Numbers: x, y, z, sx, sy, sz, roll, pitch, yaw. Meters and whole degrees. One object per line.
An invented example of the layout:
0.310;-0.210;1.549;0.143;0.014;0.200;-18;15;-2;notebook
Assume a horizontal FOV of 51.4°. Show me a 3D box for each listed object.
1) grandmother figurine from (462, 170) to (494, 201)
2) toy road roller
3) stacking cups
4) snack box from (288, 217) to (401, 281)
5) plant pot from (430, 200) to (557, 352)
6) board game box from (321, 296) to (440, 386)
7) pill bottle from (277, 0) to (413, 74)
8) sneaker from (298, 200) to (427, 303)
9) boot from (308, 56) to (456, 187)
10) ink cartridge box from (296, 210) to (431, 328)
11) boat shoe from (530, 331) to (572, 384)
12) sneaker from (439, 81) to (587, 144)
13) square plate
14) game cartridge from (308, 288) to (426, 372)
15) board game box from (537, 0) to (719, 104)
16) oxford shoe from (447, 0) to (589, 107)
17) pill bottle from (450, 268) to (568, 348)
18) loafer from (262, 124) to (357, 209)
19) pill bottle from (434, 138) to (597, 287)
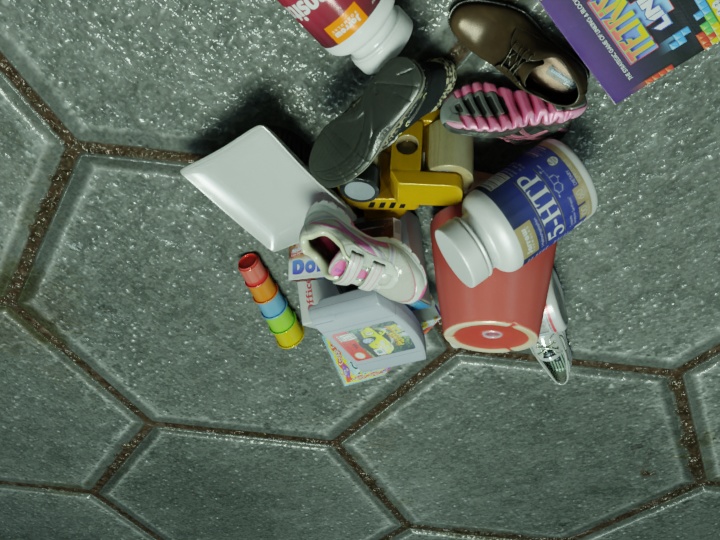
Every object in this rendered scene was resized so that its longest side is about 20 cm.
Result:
0.235;-0.114;1.108;0.194;0.062;0.122;4;166;-2;grandmother figurine
0.061;-0.137;1.058;0.194;0.126;0.147;2;152;7;toy road roller
-0.163;0.057;1.331;0.059;0.062;0.202;-10;135;17;stacking cups
-0.026;-0.028;1.109;0.196;0.074;0.024;-7;170;35;snack box
0.197;0.016;1.118;0.194;0.182;0.201;5;157;2;plant pot
0.033;0.099;1.295;0.103;0.105;0.201;-9;151;-39;board game box
-0.031;-0.327;0.861;0.112;0.115;0.199;-29;127;33;pill bottle
-0.005;-0.009;1.006;0.197;0.088;0.083;29;126;8;sneaker
0.033;-0.192;0.959;0.074;0.153;0.203;49;123;5;boot
0.000;0.000;1.174;0.195;0.149;0.083;-13;167;20;ink cartridge box
0.343;0.131;1.349;0.072;0.068;0.200;-21;131;26;boat shoe
0.199;-0.197;0.996;0.194;0.081;0.096;-5;154;-6;sneaker
-0.130;-0.115;1.069;0.195;0.029;0.199;-17;133;41;square plate
0.023;0.093;1.136;0.130;0.042;0.200;-18;143;19;game cartridge
0.319;-0.317;0.874;0.164;0.058;0.199;-31;126;32;board game box
0.192;-0.266;0.908;0.196;0.085;0.074;28;125;1;oxford shoe
0.241;0.069;1.261;0.195;0.111;0.109;-16;134;23;pill bottle
-0.088;-0.136;1.103;0.198;0.074;0.071;33;134;-24;loafer
0.202;-0.071;0.991;0.198;0.120;0.121;-35;134;-7;pill bottle
